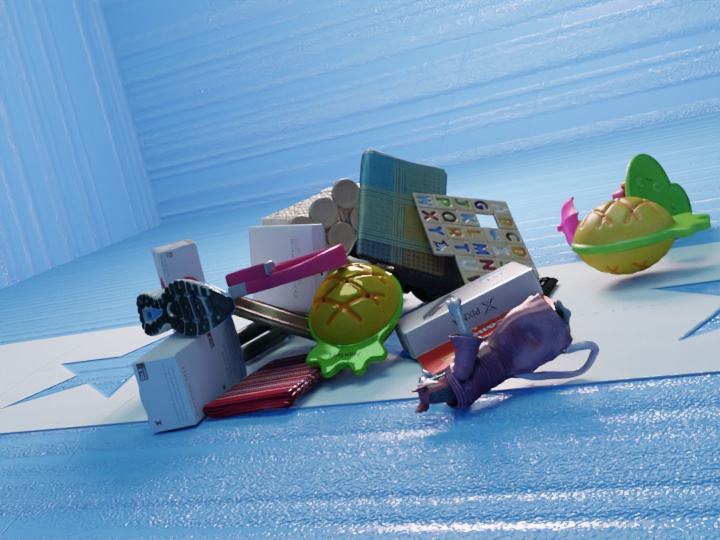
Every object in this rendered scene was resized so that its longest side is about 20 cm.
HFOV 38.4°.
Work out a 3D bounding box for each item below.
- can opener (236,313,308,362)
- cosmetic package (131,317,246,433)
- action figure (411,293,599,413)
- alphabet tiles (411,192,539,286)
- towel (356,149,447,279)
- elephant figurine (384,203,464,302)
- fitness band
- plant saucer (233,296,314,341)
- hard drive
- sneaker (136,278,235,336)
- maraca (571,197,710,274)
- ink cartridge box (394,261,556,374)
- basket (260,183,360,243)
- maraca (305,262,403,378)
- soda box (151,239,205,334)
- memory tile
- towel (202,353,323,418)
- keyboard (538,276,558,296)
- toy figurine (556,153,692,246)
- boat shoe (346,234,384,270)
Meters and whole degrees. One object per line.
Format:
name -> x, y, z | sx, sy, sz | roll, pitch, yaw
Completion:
can opener -> -0.150, 0.105, 1.674 | 0.199, 0.054, 0.067 | -28, -15, -50
cosmetic package -> -0.231, 0.137, 1.429 | 0.073, 0.104, 0.200 | -12, 12, 16
action figure -> 0.143, 0.112, 1.153 | 0.198, 0.135, 0.149 | -32, 59, -20
alphabet tiles -> 0.176, -0.042, 1.548 | 0.164, 0.008, 0.202 | 4, 43, -21
towel -> 0.063, -0.088, 1.576 | 0.144, 0.203, 0.022 | 14, -35, -14
elephant figurine -> 0.124, -0.058, 1.659 | 0.153, 0.203, 0.141 | 25, -14, -12
fitness band -> -0.106, 0.000, 1.452 | 0.142, 0.038, 0.198 | -18, 3, -41
plant saucer -> -0.111, 0.072, 1.516 | 0.197, 0.030, 0.200 | 18, -1, 0
hard drive -> -0.115, -0.004, 1.627 | 0.026, 0.135, 0.199 | -6, 4, -34
sneaker -> -0.232, 0.043, 1.440 | 0.089, 0.080, 0.198 | -18, 10, -40
maraca -> 0.403, -0.054, 1.491 | 0.196, 0.109, 0.137 | -10, 14, 20
ink cartridge box -> 0.151, 0.059, 1.376 | 0.197, 0.045, 0.176 | -27, 10, -5
basket -> -0.049, -0.032, 1.791 | 0.159, 0.204, 0.197 | -21, 12, -25
maraca -> -0.009, 0.068, 1.407 | 0.135, 0.108, 0.202 | -9, 40, 18
soda box -> -0.266, 0.058, 1.608 | 0.063, 0.204, 0.068 | -17, 11, -18
memory tile -> -0.017, -0.034, 1.687 | 0.153, 0.201, 0.017 | -41, 13, -18
towel -> -0.110, 0.152, 1.406 | 0.142, 0.023, 0.200 | -12, 9, 26
keyboard -> 0.222, 0.033, 1.521 | 0.102, 0.040, 0.200 | -9, 11, 24
toy figurine -> 0.423, -0.092, 1.718 | 0.198, 0.153, 0.182 | 6, -16, -43
boat shoe -> 0.000, 0.000, 1.589 | 0.074, 0.203, 0.068 | 12, -15, 24
